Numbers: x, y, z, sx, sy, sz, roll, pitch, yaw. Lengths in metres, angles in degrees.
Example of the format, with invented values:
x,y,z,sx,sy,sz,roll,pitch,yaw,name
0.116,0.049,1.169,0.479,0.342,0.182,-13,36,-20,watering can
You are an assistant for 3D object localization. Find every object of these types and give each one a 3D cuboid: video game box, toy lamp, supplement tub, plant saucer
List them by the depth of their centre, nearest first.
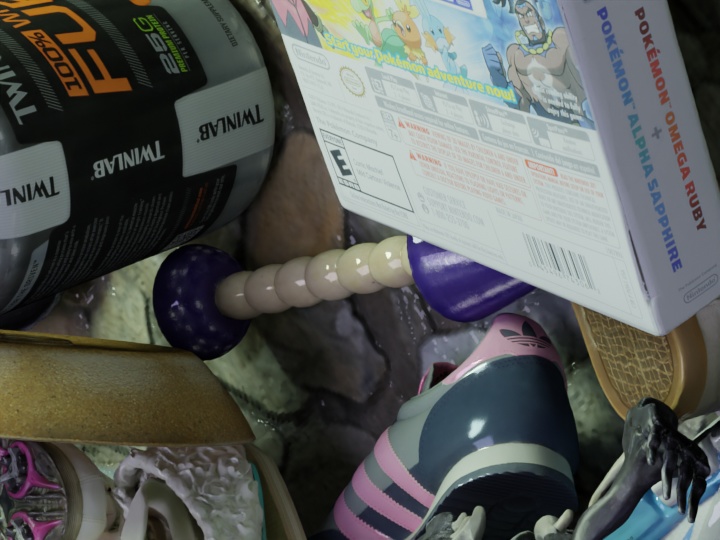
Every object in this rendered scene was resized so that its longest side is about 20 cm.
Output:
x,y,z,sx,sy,sz,roll,pitch,yaw,name
0.032,-0.087,0.842,0.200,0.047,0.183,24,142,54,video game box
0.000,0.000,0.999,0.199,0.058,0.059,-10,99,45,toy lamp
-0.139,-0.050,1.001,0.122,0.199,0.124,15,115,35,supplement tub
-0.141,0.045,1.011,0.199,0.199,0.036,5,90,40,plant saucer

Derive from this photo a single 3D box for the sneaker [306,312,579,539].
x,y,z,sx,sy,sz,roll,pitch,yaw,name
0.030,0.086,1.009,0.200,0.070,0.083,-39,41,52,sneaker

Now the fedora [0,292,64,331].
x,y,z,sx,sy,sz,roll,pitch,yaw,name
-0.219,-0.054,1.140,0.200,0.091,0.202,16,116,37,fedora

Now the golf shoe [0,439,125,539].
x,y,z,sx,sy,sz,roll,pitch,yaw,name
-0.141,0.101,1.101,0.200,0.091,0.073,164,102,-66,golf shoe

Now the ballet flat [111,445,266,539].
x,y,z,sx,sy,sz,roll,pitch,yaw,name
-0.062,0.142,0.969,0.201,0.071,0.072,-112,34,-49,ballet flat

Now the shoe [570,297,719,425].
x,y,z,sx,sy,sz,roll,pitch,yaw,name
0.093,-0.038,0.907,0.070,0.053,0.201,-38,67,56,shoe

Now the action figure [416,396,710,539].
x,y,z,sx,sy,sz,roll,pitch,yaw,name
0.058,0.129,0.871,0.119,0.102,0.200,42,124,-11,action figure

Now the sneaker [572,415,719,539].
x,y,z,sx,sy,sz,roll,pitch,yaw,name
0.115,0.124,0.934,0.087,0.075,0.200,53,132,5,sneaker

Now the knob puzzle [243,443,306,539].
x,y,z,sx,sy,sz,roll,pitch,yaw,name
-0.063,0.163,1.066,0.219,0.030,0.221,-38,44,51,knob puzzle
